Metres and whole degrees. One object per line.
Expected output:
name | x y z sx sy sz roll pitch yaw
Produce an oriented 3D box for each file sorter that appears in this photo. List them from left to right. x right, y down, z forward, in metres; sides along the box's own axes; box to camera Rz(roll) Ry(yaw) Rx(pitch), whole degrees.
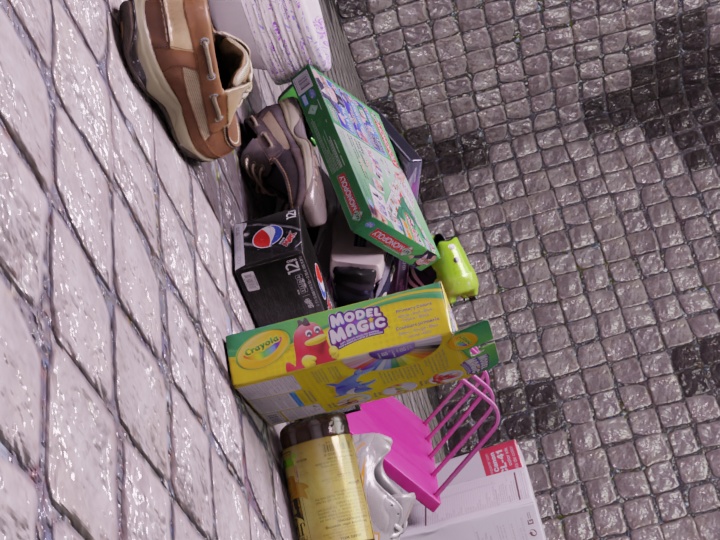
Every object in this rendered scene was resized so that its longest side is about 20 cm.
file sorter | 0.057 0.122 1.272 0.139 0.126 0.200 39 12 -10

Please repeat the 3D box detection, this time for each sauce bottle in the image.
sauce bottle | -0.020 0.221 1.013 0.065 0.064 0.202 58 18 -72

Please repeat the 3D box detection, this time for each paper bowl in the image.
paper bowl | -0.105 -0.295 1.293 0.201 0.103 0.203 -14 90 -84

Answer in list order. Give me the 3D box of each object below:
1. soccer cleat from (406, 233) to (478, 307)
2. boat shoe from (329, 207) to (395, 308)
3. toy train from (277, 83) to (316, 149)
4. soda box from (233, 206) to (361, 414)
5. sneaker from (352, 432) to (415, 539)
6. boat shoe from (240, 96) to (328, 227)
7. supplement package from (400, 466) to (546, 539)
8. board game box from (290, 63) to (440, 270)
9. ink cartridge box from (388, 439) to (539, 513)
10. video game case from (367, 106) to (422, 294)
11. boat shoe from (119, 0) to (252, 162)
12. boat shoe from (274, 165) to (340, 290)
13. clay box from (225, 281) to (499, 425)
soccer cleat | 0.079 0.002 1.399 0.200 0.067 0.082 166 -92 -71
boat shoe | 0.000 0.000 1.289 0.200 0.074 0.094 -68 163 -64
toy train | -0.075 -0.164 1.398 0.056 0.042 0.200 43 -12 0
soda box | -0.056 0.044 1.114 0.071 0.063 0.201 -99 173 -51
sneaker | 0.012 0.246 1.132 0.076 0.091 0.202 42 34 -79
boat shoe | -0.079 -0.100 1.224 0.201 0.073 0.075 -107 -178 -56
supplement package | 0.091 0.291 1.252 0.114 0.198 0.111 -68 142 -80
board game box | 0.005 -0.105 1.259 0.134 0.029 0.201 29 33 -52
ink cartridge box | 0.105 0.276 1.450 0.148 0.198 0.086 60 15 -71
video game case | 0.026 -0.067 1.407 0.143 0.019 0.202 -125 -145 -52
boat shoe | -0.116 -0.142 0.924 0.200 0.073 0.076 59 17 -72
boat shoe | -0.058 -0.060 1.324 0.066 0.073 0.201 76 2 -45
clay box | 0.006 0.065 0.965 0.115 0.198 0.048 65 11 -66
